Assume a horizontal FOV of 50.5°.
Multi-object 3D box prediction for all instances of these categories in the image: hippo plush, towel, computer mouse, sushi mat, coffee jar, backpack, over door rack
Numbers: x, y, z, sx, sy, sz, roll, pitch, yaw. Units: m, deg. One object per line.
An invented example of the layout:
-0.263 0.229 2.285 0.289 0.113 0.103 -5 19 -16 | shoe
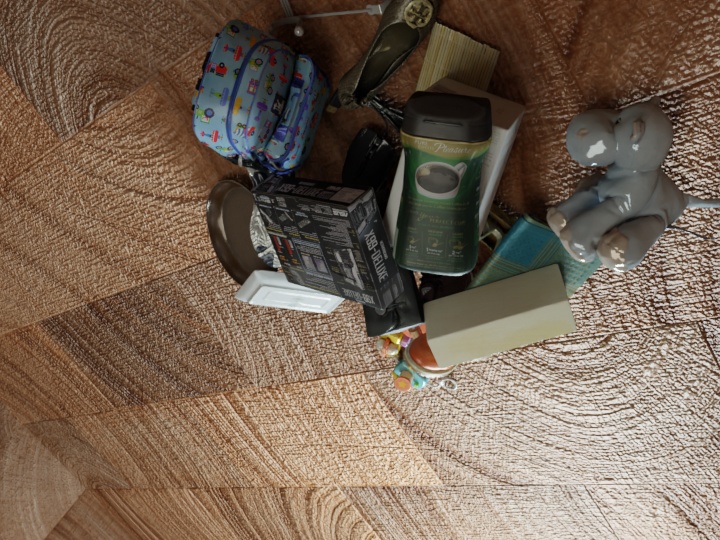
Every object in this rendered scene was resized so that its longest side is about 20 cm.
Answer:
0.310 -0.106 0.891 0.198 0.160 0.162 7 132 30 | hippo plush
0.236 0.017 1.090 0.145 0.022 0.201 22 126 -17 | towel
-0.007 -0.182 1.121 0.140 0.046 0.200 41 143 4 | computer mouse
0.116 -0.228 1.023 0.095 0.012 0.201 26 138 11 | sushi mat
0.094 -0.101 0.877 0.103 0.086 0.203 9 117 11 | coffee jar
-0.137 -0.230 1.023 0.133 0.185 0.200 21 -179 10 | backpack
-0.068 -0.383 0.966 0.198 0.067 0.149 2 130 33 | over door rack

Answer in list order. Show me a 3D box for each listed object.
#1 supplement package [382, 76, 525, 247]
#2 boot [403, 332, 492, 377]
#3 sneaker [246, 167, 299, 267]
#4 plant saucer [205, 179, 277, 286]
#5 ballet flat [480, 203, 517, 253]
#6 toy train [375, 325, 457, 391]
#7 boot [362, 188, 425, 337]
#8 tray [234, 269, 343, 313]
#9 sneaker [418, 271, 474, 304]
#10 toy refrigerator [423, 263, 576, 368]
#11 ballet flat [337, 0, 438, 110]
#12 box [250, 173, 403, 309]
0.115 -0.123 0.981 0.118 0.121 0.202 22 120 12 | supplement package
0.155 0.096 1.180 0.075 0.198 0.108 54 140 26 | boot
-0.130 -0.115 1.205 0.078 0.130 0.202 -10 101 12 | sneaker
-0.201 -0.064 1.342 0.199 0.032 0.203 24 124 39 | plant saucer
0.191 -0.055 1.092 0.199 0.071 0.071 40 139 -4 | ballet flat
0.094 0.153 1.362 0.148 0.056 0.202 2 128 34 | toy train
0.001 0.000 1.120 0.163 0.065 0.203 -15 94 33 | boot
-0.112 0.044 1.340 0.197 0.022 0.107 9 149 -28 | tray
0.114 -0.007 1.149 0.075 0.116 0.202 2 129 37 | sneaker
0.193 0.067 1.068 0.197 0.076 0.070 -18 128 13 | toy refrigerator
0.033 -0.276 0.976 0.067 0.047 0.200 23 135 -26 | ballet flat
-0.046 -0.042 1.029 0.198 0.050 0.159 13 133 44 | box
